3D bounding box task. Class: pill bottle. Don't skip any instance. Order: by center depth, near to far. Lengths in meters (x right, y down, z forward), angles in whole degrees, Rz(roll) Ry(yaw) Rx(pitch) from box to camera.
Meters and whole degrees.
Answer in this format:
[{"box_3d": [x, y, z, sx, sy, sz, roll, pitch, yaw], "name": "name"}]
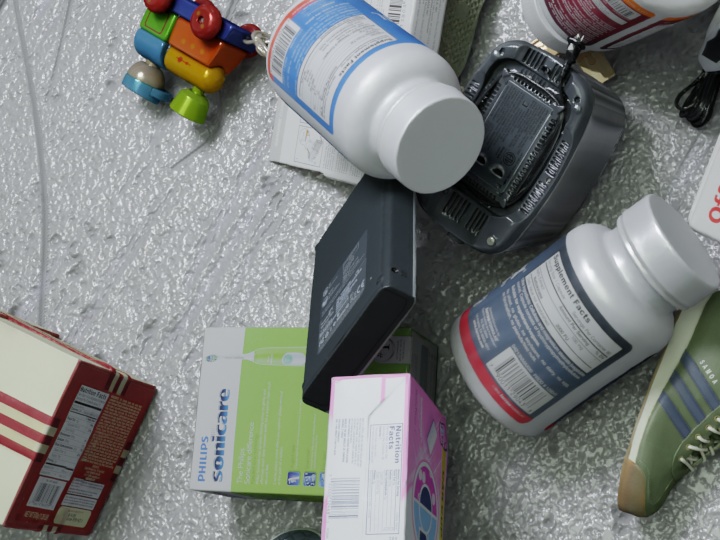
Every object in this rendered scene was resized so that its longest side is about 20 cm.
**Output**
[{"box_3d": [0.206, -0.237, 1.086, 0.109, 0.200, 0.111, 1, 88, -16], "name": "pill bottle"}, {"box_3d": [0.181, 0.033, 1.096, 0.200, 0.119, 0.120, -39, 66, 25], "name": "pill bottle"}, {"box_3d": [0.013, -0.143, 1.107, 0.112, 0.112, 0.200, -48, 45, 4], "name": "pill bottle"}]

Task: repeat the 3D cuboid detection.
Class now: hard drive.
[{"box_3d": [0.000, 0.000, 1.122, 0.140, 0.033, 0.201, -55, 20, 34], "name": "hard drive"}]

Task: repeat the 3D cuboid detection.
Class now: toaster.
[{"box_3d": [0.143, -0.108, 1.149, 0.113, 0.129, 0.201, 36, 107, 23], "name": "toaster"}]

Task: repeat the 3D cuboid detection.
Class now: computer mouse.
[{"box_3d": [0.303, -0.187, 1.089, 0.044, 0.200, 0.110, 34, 86, 11], "name": "computer mouse"}]

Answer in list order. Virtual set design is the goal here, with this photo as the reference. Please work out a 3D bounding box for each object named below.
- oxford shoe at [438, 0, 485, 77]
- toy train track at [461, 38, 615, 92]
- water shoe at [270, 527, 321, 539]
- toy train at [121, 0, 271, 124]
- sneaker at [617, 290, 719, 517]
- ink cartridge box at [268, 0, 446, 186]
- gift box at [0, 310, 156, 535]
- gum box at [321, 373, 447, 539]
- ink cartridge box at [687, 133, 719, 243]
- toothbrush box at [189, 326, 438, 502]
[{"box_3d": [0.087, -0.265, 1.261, 0.058, 0.075, 0.201, 15, 81, 50], "name": "oxford shoe"}, {"box_3d": [0.159, -0.191, 1.235, 0.199, 0.032, 0.115, -33, 75, 17], "name": "toy train track"}, {"box_3d": [-0.077, 0.321, 1.178, 0.071, 0.079, 0.201, 10, 56, 19], "name": "water shoe"}, {"box_3d": [-0.144, -0.192, 1.316, 0.199, 0.084, 0.116, 33, 101, 31], "name": "toy train"}, {"box_3d": [0.278, 0.111, 1.091, 0.089, 0.067, 0.202, 17, 81, 29], "name": "sneaker"}, {"box_3d": [-0.004, -0.184, 1.257, 0.176, 0.044, 0.202, 19, 102, 49], "name": "ink cartridge box"}, {"box_3d": [-0.334, 0.142, 1.256, 0.186, 0.185, 0.201, 24, 80, 22], "name": "gift box"}, {"box_3d": [0.020, 0.182, 1.041, 0.066, 0.114, 0.202, -4, 66, 18], "name": "gum box"}, {"box_3d": [0.378, -0.064, 1.059, 0.199, 0.084, 0.147, 28, 117, 24], "name": "ink cartridge box"}, {"box_3d": [-0.040, 0.128, 1.200, 0.198, 0.086, 0.147, -1, 76, 20], "name": "toothbrush box"}]
